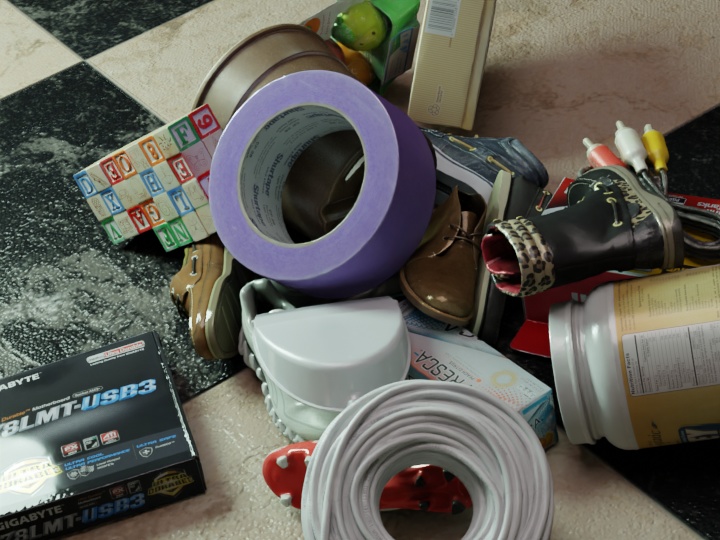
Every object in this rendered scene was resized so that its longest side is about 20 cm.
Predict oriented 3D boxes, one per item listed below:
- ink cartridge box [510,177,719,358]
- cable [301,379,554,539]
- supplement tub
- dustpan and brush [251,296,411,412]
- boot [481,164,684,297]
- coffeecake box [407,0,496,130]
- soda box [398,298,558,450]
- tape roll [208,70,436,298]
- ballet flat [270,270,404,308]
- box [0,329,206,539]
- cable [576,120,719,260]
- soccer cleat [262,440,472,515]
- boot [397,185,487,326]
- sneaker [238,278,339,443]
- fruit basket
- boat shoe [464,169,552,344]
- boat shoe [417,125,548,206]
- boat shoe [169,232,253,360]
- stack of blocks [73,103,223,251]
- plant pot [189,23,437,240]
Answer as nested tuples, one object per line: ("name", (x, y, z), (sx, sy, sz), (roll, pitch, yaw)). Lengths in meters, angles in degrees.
("ink cartridge box", (0.254, 0.008, 1.674), (0.200, 0.084, 0.176), (9, 42, 25))
("cable", (0.053, 0.188, 1.434), (0.200, 0.069, 0.200), (-7, 70, 1))
("supplement tub", (0.268, 0.073, 1.525), (0.200, 0.145, 0.145), (-9, 36, 13))
("dustpan and brush", (-0.010, 0.097, 1.562), (0.139, 0.057, 0.200), (-8, 26, -11))
("boot", (0.178, -0.033, 1.579), (0.150, 0.073, 0.200), (-13, 22, -12))
("coffeecake box", (0.105, -0.259, 1.962), (0.073, 0.154, 0.200), (10, 23, 3))
("soda box", (0.087, 0.100, 1.616), (0.068, 0.064, 0.200), (-30, 41, -23))
("tape roll", (-0.036, -0.079, 1.690), (0.200, 0.085, 0.200), (-7, 74, 25))
("ballet flat", (0.000, 0.000, 1.767), (0.200, 0.069, 0.068), (-20, 36, -11))
("box", (-0.257, 0.153, 1.654), (0.200, 0.050, 0.199), (-16, 38, -7))
("cable", (0.265, -0.073, 1.662), (0.097, 0.050, 0.200), (-15, 35, -12))
("soccer cleat", (0.016, 0.171, 1.546), (0.200, 0.069, 0.085), (-2, 18, 20))
("boot", (0.083, -0.017, 1.689), (0.074, 0.076, 0.200), (23, 26, -9))
("sneaker", (-0.062, 0.085, 1.656), (0.075, 0.081, 0.200), (-23, 45, -17))
("fruit basket", (-0.023, -0.233, 2.000), (0.094, 0.185, 0.200), (37, 56, 19))
("boat shoe", (0.142, -0.009, 1.735), (0.063, 0.074, 0.202), (20, 51, -4))
("boat shoe", (0.102, -0.114, 1.896), (0.091, 0.071, 0.200), (-30, 46, -27))
("boat shoe", (-0.150, 0.029, 1.777), (0.068, 0.072, 0.200), (-9, 27, 10))
("stack of blocks", (-0.200, -0.083, 1.858), (0.059, 0.115, 0.200), (-36, 11, -37))
("plant pot", (-0.040, -0.120, 1.850), (0.200, 0.201, 0.198), (-33, 50, -26))
